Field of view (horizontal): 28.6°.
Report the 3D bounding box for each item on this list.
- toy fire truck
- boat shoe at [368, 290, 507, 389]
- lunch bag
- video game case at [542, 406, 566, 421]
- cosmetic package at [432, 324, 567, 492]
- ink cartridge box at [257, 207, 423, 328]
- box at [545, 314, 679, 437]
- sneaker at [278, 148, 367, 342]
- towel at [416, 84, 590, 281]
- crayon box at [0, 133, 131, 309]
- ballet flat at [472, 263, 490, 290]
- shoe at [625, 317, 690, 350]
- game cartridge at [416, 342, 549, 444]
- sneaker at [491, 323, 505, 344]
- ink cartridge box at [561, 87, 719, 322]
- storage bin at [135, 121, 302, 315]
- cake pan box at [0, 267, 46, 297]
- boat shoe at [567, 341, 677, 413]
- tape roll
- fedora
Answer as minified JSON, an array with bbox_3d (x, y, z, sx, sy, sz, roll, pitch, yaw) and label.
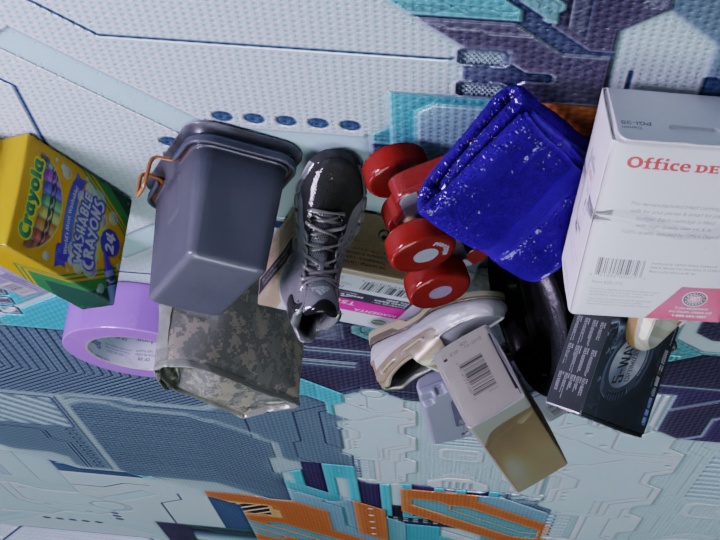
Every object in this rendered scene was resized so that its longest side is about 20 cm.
[{"bbox_3d":[0.103,-0.059,1.383,0.167,0.113,0.200,-19,151,6],"label":"toy fire truck"},{"bbox_3d":[0.089,0.079,1.565,0.074,0.069,0.200,11,153,-37],"label":"boat shoe"},{"bbox_3d":[-0.166,0.068,1.674,0.117,0.165,0.200,-15,150,39],"label":"lunch bag"},{"bbox_3d":[0.274,0.106,1.734,0.182,0.023,0.200,-31,147,12],"label":"video game case"},{"bbox_3d":[0.156,0.155,1.554,0.071,0.105,0.200,-30,146,5],"label":"cosmetic package"},{"bbox_3d":[0.000,0.000,1.582,0.199,0.076,0.165,11,157,-14],"label":"ink cartridge box"},{"bbox_3d":[0.275,0.063,1.469,0.043,0.201,0.160,17,176,37],"label":"box"},{"bbox_3d":[-0.033,-0.012,1.406,0.075,0.116,0.201,5,125,-11],"label":"sneaker"},{"bbox_3d":[0.153,-0.071,1.290,0.148,0.050,0.200,-51,138,10],"label":"towel"},{"bbox_3d":[-0.326,-0.054,1.467,0.051,0.126,0.200,-8,154,31],"label":"crayon box"},{"bbox_3d":[0.223,0.029,1.605,0.199,0.072,0.072,2,158,13],"label":"ballet flat"},{"bbox_3d":[0.327,0.006,1.383,0.070,0.053,0.201,3,126,-45],"label":"shoe"},{"bbox_3d":[0.167,0.135,1.655,0.199,0.041,0.133,-20,141,-3],"label":"game cartridge"},{"bbox_3d":[0.206,0.075,1.741,0.104,0.076,0.200,-10,160,-8],"label":"sneaker"},{"bbox_3d":[0.269,-0.055,1.251,0.146,0.083,0.201,4,131,-3],"label":"ink cartridge box"},{"bbox_3d":[-0.158,-0.045,1.432,0.145,0.135,0.200,14,156,-19],"label":"storage bin"},{"bbox_3d":[-0.408,-0.031,1.649,0.184,0.053,0.200,-12,151,43],"label":"cake pan box"},{"bbox_3d":[0.295,0.110,1.587,0.073,0.200,0.072,58,149,-6],"label":"boat shoe"},{"bbox_3d":[-0.291,0.081,1.876,0.199,0.066,0.200,5,157,2],"label":"tape roll"},{"bbox_3d":[0.212,0.035,1.518,0.091,0.201,0.201,-18,163,-15],"label":"fedora"}]
